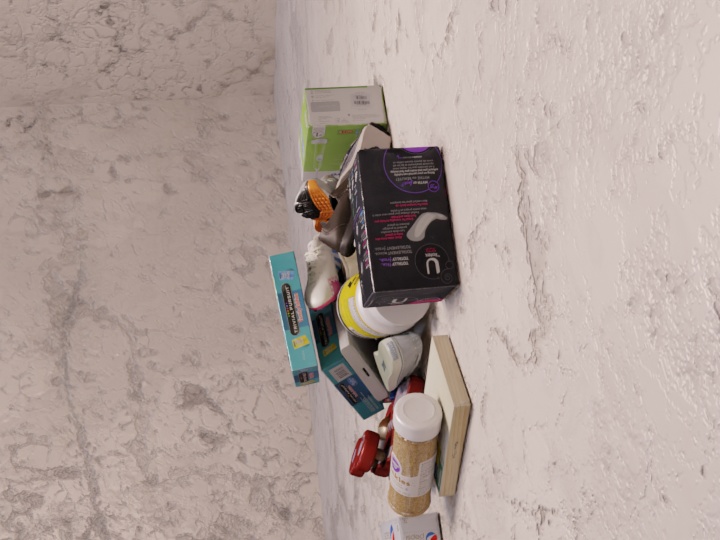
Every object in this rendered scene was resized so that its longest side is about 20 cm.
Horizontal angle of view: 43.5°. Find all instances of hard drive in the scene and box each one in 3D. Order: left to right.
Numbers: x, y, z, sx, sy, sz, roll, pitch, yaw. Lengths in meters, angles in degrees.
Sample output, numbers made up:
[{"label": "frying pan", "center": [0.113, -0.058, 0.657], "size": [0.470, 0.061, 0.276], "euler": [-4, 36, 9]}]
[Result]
[{"label": "hard drive", "center": [-0.005, 0.122, 1.596], "size": [0.132, 0.026, 0.201], "euler": [55, -169, -30]}]

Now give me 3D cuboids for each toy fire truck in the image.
[{"label": "toy fire truck", "center": [0.060, 0.271, 1.510], "size": [0.200, 0.111, 0.170], "euler": [114, 174, -70]}]

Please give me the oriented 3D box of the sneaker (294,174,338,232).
[{"label": "sneaker", "center": [-0.068, -0.134, 1.593], "size": [0.200, 0.075, 0.093], "euler": [61, -149, -72]}]

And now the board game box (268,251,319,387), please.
[{"label": "board game box", "center": [-0.115, 0.087, 1.566], "size": [0.151, 0.046, 0.202], "euler": [94, 164, -73]}]

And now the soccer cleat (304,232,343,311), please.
[{"label": "soccer cleat", "center": [-0.074, -0.002, 1.583], "size": [0.087, 0.069, 0.200], "euler": [59, -163, -19]}]

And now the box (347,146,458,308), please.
[{"label": "box", "center": [0.056, -0.059, 1.256], "size": [0.106, 0.121, 0.202], "euler": [120, 145, -73]}]

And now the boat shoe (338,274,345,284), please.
[{"label": "boat shoe", "center": [-0.025, 0.035, 1.751], "size": [0.201, 0.060, 0.076], "euler": [55, -171, -28]}]

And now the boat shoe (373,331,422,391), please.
[{"label": "boat shoe", "center": [0.066, 0.145, 1.457], "size": [0.201, 0.071, 0.071], "euler": [101, 148, -73]}]

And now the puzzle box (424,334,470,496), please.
[{"label": "puzzle box", "center": [0.119, 0.209, 1.293], "size": [0.134, 0.025, 0.201], "euler": [-105, 14, -47]}]

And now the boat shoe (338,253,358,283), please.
[{"label": "boat shoe", "center": [0.000, 0.000, 1.568], "size": [0.060, 0.071, 0.202], "euler": [-72, -30, -65]}]

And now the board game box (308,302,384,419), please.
[{"label": "board game box", "center": [-0.030, 0.150, 1.647], "size": [0.151, 0.047, 0.201], "euler": [54, -169, -36]}]

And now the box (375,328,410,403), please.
[{"label": "box", "center": [0.057, 0.142, 1.621], "size": [0.201, 0.034, 0.111], "euler": [98, 164, -54]}]

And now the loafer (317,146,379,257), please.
[{"label": "loafer", "center": [-0.017, -0.121, 1.455], "size": [0.073, 0.071, 0.202], "euler": [89, -162, -62]}]

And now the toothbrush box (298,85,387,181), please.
[{"label": "toothbrush box", "center": [-0.038, -0.251, 1.682], "size": [0.200, 0.144, 0.087], "euler": [103, 161, -65]}]

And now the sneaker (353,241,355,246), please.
[{"label": "sneaker", "center": [0.050, -0.083, 1.460], "size": [0.200, 0.079, 0.079], "euler": [-63, -15, -57]}]

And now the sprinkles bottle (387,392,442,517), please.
[{"label": "sprinkles bottle", "center": [0.076, 0.267, 1.294], "size": [0.069, 0.067, 0.202], "euler": [-105, 13, -50]}]

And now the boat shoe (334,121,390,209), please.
[{"label": "boat shoe", "center": [-0.007, -0.155, 1.569], "size": [0.093, 0.074, 0.201], "euler": [-42, 21, 58]}]

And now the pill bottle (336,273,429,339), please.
[{"label": "pill bottle", "center": [0.037, 0.047, 1.431], "size": [0.200, 0.113, 0.116], "euler": [153, 112, -73]}]

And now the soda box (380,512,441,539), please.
[{"label": "soda box", "center": [0.081, 0.444, 1.500], "size": [0.200, 0.067, 0.064], "euler": [110, 154, -69]}]
